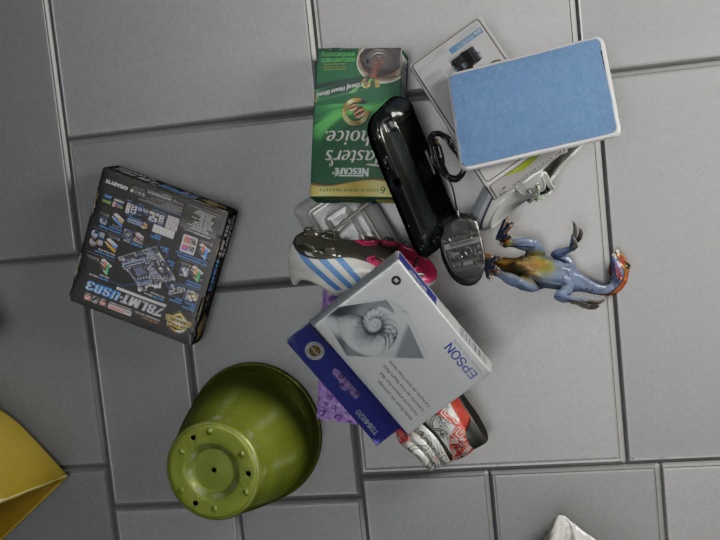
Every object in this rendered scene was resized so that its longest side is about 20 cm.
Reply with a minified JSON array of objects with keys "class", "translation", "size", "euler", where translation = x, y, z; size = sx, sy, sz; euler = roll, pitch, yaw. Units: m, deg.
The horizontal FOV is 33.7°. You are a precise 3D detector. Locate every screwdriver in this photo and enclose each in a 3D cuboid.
[{"class":"screwdriver","translation":[0.002,-0.080,1.579],"size":[0.200,0.028,0.029],"euler":[-42,54,-7]}]

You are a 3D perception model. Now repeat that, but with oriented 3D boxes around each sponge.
[{"class":"sponge","translation":[-0.001,0.111,1.635],"size":[0.110,0.030,0.204],"euler":[5,99,11]}]

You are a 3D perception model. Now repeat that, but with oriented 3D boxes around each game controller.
[{"class":"game controller","translation":[0.068,-0.121,1.530],"size":[0.042,0.105,0.202],"euler":[-11,115,28]}]

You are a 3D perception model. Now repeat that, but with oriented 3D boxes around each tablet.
[{"class":"tablet","translation":[0.208,-0.201,1.444],"size":[0.197,0.014,0.132],"euler":[-12,73,15]}]

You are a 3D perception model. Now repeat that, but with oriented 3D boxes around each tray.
[{"class":"tray","translation":[-0.002,-0.028,1.600],"size":[0.106,0.022,0.202],"euler":[-32,81,6]}]

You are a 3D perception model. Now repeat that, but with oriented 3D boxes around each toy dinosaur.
[{"class":"toy dinosaur","translation":[0.253,-0.009,1.554],"size":[0.179,0.199,0.107],"euler":[19,84,-24]}]

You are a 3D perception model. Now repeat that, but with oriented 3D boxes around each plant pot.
[{"class":"plant pot","translation":[-0.171,0.244,1.607],"size":[0.197,0.193,0.204],"euler":[2,98,13]},{"class":"plant pot","translation":[-0.588,0.295,1.714],"size":[0.194,0.195,0.201],"euler":[-42,81,14]}]

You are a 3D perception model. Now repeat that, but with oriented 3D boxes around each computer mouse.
[{"class":"computer mouse","translation":[0.119,-0.080,1.527],"size":[0.058,0.034,0.204],"euler":[-10,89,-12]}]

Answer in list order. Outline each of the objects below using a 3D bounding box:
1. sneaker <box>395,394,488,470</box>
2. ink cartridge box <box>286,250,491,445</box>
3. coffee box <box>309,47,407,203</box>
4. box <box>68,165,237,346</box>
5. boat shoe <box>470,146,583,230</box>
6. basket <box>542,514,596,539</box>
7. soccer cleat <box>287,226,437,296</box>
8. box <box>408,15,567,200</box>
[{"class":"sneaker","translation":[0.078,0.171,1.606],"size":[0.107,0.067,0.203],"euler":[-31,92,12]},{"class":"ink cartridge box","translation":[0.034,0.111,1.532],"size":[0.199,0.041,0.200],"euler":[-38,103,17]},{"class":"coffee box","translation":[-0.002,-0.190,1.565],"size":[0.121,0.044,0.204],"euler":[3,84,12]},{"class":"box","translation":[-0.293,-0.022,1.673],"size":[0.197,0.050,0.202],"euler":[19,102,9]},{"class":"boat shoe","translation":[0.221,-0.123,1.526],"size":[0.067,0.073,0.201],"euler":[42,104,23]},{"class":"basket","translation":[0.283,0.460,1.533],"size":[0.199,0.198,0.162],"euler":[37,106,5]},{"class":"soccer cleat","translation":[0.000,0.000,1.560],"size":[0.197,0.070,0.087],"euler":[13,131,-3]},{"class":"box","translation":[0.161,-0.206,1.500],"size":[0.116,0.060,0.202],"euler":[-32,69,8]}]
